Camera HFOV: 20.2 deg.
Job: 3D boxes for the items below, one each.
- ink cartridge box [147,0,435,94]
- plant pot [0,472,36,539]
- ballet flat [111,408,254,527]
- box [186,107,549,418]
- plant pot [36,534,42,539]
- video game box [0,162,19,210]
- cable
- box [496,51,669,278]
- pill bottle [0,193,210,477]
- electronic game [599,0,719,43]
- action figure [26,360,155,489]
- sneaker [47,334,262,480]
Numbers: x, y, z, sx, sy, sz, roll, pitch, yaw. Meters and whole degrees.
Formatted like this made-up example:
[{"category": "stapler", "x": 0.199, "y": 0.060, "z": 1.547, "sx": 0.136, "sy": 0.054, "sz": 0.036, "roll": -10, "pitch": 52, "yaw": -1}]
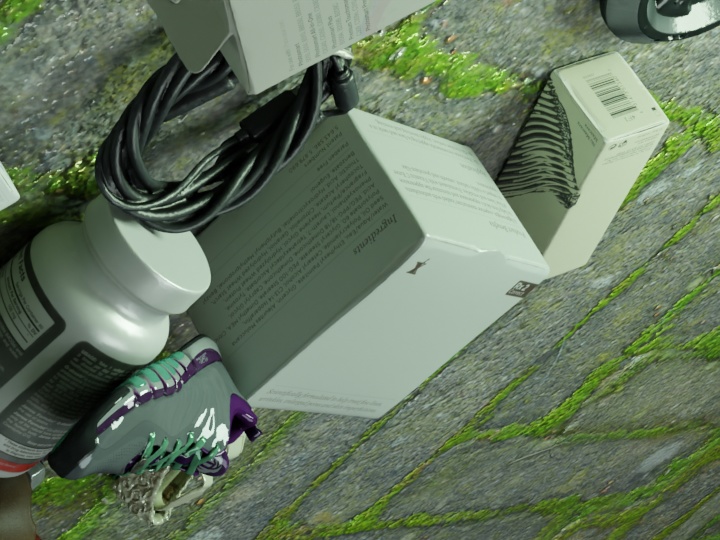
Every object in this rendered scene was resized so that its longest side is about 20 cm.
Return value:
[{"category": "ink cartridge box", "x": -0.031, "y": -0.202, "z": 1.087, "sx": 0.200, "sy": 0.129, "sz": 0.125, "roll": -29, "pitch": 156, "yaw": -9}, {"category": "plant pot", "x": -0.341, "y": 0.182, "z": 1.398, "sx": 0.200, "sy": 0.200, "sz": 0.198, "roll": -43, "pitch": 161, "yaw": 23}, {"category": "ballet flat", "x": -0.136, "y": 0.149, "z": 1.725, "sx": 0.072, "sy": 0.072, "sz": 0.200, "roll": 0, "pitch": 141, "yaw": -50}, {"category": "box", "x": 0.000, "y": 0.000, "z": 1.517, "sx": 0.200, "sy": 0.131, "sz": 0.199, "roll": -42, "pitch": 154, "yaw": 21}, {"category": "plant pot", "x": -0.325, "y": 0.270, "z": 1.589, "sx": 0.200, "sy": 0.176, "sz": 0.200, "roll": -31, "pitch": 157, "yaw": -2}, {"category": "video game box", "x": -0.315, "y": -0.044, "z": 1.154, "sx": 0.200, "sy": 0.047, "sz": 0.182, "roll": -30, "pitch": 158, "yaw": -5}, {"category": "cable", "x": -0.081, "y": -0.101, "z": 1.297, "sx": 0.200, "sy": 0.051, "sz": 0.163, "roll": -30, "pitch": 156, "yaw": -22}, {"category": "box", "x": 0.170, "y": -0.080, "z": 1.632, "sx": 0.068, "sy": 0.082, "sz": 0.200, "roll": -19, "pitch": 152, "yaw": -28}, {"category": "pill bottle", "x": -0.203, "y": 0.040, "z": 1.365, "sx": 0.200, "sy": 0.116, "sz": 0.116, "roll": -40, "pitch": 155, "yaw": 19}, {"category": "electronic game", "x": 0.263, "y": -0.239, "z": 1.483, "sx": 0.200, "sy": 0.042, "sz": 0.200, "roll": -25, "pitch": 155, "yaw": -13}, {"category": "action figure", "x": -0.209, "y": 0.111, "z": 1.565, "sx": 0.200, "sy": 0.069, "sz": 0.130, "roll": -15, "pitch": 144, "yaw": -42}, {"category": "sneaker", "x": -0.128, "y": 0.109, "z": 1.357, "sx": 0.074, "sy": 0.088, "sz": 0.200, "roll": -42, "pitch": 177, "yaw": 30}]
